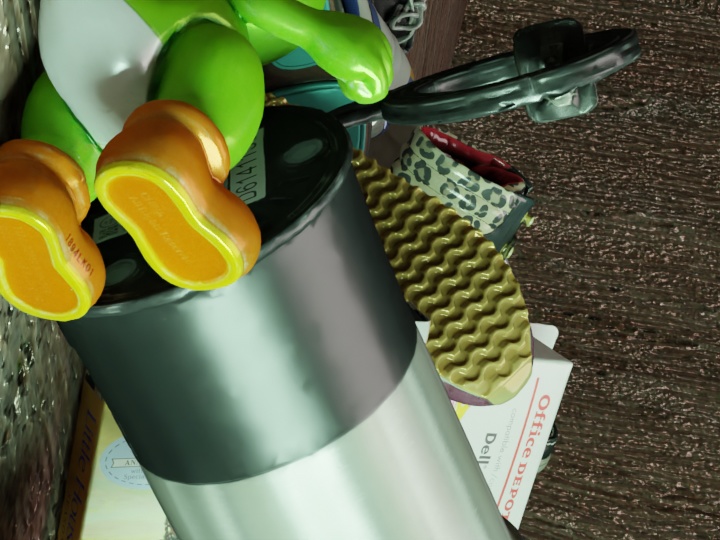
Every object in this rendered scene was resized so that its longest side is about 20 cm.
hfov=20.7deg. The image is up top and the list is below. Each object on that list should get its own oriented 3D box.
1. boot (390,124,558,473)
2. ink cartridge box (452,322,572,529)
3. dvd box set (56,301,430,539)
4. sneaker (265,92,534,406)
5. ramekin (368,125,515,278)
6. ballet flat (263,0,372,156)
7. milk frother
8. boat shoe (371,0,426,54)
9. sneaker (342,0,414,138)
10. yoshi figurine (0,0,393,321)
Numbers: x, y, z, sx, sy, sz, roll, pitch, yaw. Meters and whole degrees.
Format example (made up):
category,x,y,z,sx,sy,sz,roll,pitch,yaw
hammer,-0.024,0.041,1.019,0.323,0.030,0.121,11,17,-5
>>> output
category,x,y,z,sx,sy,sz,roll,pitch,yaw
boot,0.063,0.021,1.112,0.154,0.203,0.074,-54,-154,16
ink cartridge box,0.035,0.084,1.038,0.067,0.200,0.117,34,-68,49
dvd box set,-0.057,0.106,0.849,0.029,0.146,0.200,40,-58,57
sneaker,0.000,0.000,0.934,0.075,0.200,0.090,-39,161,-24
ramekin,0.015,0.002,1.251,0.094,0.202,0.202,-30,161,-14
ballet flat,-0.029,-0.109,0.971,0.200,0.068,0.068,89,-1,-46
milk frother,0.020,0.026,0.696,0.181,0.200,0.188,-69,141,-52
boat shoe,0.015,-0.192,1.407,0.199,0.068,0.074,87,17,-77
sneaker,-0.041,-0.081,1.080,0.088,0.075,0.200,62,39,-36
yoshi figurine,-0.051,-0.070,0.639,0.112,0.112,0.200,124,-16,-50
